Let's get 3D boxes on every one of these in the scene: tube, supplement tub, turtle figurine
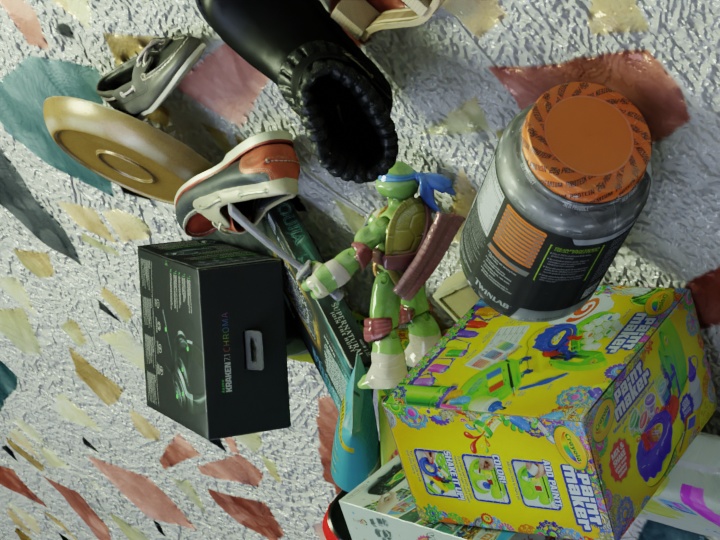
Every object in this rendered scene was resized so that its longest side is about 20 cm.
[{"bbox_3d":[-0.004,0.153,1.818,0.050,0.078,0.200,-1,154,-1],"label":"tube"},{"bbox_3d":[0.153,-0.053,1.510,0.122,0.123,0.200,36,152,9],"label":"supplement tub"},{"bbox_3d":[0.000,0.000,1.733,0.144,0.199,0.195,-85,-14,-77],"label":"turtle figurine"}]

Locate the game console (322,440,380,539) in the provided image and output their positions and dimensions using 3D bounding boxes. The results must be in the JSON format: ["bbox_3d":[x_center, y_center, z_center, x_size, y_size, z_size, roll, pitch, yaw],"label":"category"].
[{"bbox_3d":[0.068,0.256,1.986,0.177,0.200,0.031,35,133,6],"label":"game console"}]

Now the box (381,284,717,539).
[{"bbox_3d":[0.160,0.111,1.605,0.192,0.200,0.122,2,121,37],"label":"box"}]

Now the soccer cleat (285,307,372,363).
[{"bbox_3d":[-0.031,0.073,2.004,0.200,0.065,0.084,15,171,33],"label":"soccer cleat"}]

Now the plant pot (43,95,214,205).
[{"bbox_3d":[-0.229,-0.112,1.925,0.199,0.028,0.200,23,166,6],"label":"plant pot"}]

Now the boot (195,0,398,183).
[{"bbox_3d":[-0.050,-0.168,1.561,0.211,0.079,0.158,38,-163,-10],"label":"boot"}]

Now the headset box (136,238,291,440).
[{"bbox_3d":[-0.148,0.066,1.955,0.200,0.092,0.175,-166,71,-64],"label":"headset box"}]

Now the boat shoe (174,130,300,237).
[{"bbox_3d":[-0.118,-0.068,1.849,0.200,0.071,0.063,-33,66,51],"label":"boat shoe"}]

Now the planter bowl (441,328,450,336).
[{"bbox_3d":[0.127,0.153,1.837,0.200,0.083,0.200,40,165,13],"label":"planter bowl"}]

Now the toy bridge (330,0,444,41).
[{"bbox_3d":[0.035,-0.226,1.507,0.067,0.027,0.200,41,153,-1],"label":"toy bridge"}]

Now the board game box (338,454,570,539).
[{"bbox_3d":[0.104,0.204,1.678,0.200,0.147,0.064,10,126,47],"label":"board game box"}]

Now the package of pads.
[{"bbox_3d":[0.288,0.185,1.696,0.200,0.068,0.154,10,165,45],"label":"package of pads"}]

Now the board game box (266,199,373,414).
[{"bbox_3d":[-0.040,0.042,1.883,0.135,0.028,0.200,93,152,-60],"label":"board game box"}]

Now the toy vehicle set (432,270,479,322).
[{"bbox_3d":[0.168,0.071,1.772,0.200,0.027,0.124,46,152,-10],"label":"toy vehicle set"}]

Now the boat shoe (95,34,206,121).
[{"bbox_3d":[-0.204,-0.183,1.823,0.057,0.067,0.200,40,156,-10],"label":"boat shoe"}]

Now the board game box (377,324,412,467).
[{"bbox_3d":[0.044,0.159,1.882,0.047,0.102,0.201,-2,107,3],"label":"board game box"}]
